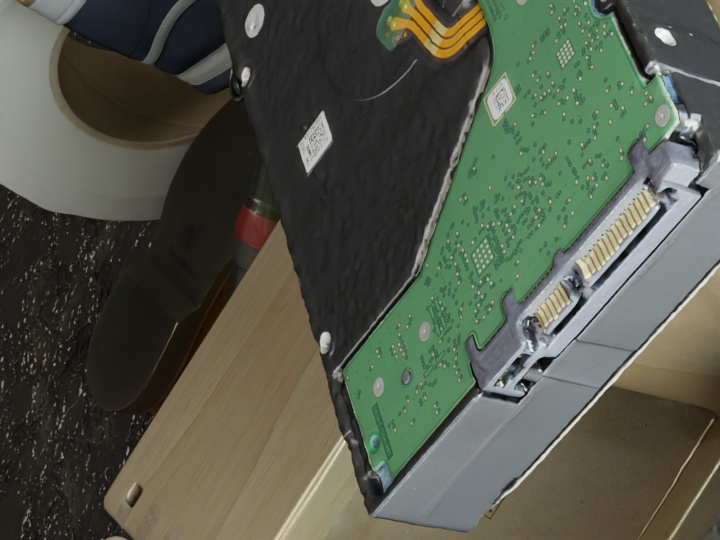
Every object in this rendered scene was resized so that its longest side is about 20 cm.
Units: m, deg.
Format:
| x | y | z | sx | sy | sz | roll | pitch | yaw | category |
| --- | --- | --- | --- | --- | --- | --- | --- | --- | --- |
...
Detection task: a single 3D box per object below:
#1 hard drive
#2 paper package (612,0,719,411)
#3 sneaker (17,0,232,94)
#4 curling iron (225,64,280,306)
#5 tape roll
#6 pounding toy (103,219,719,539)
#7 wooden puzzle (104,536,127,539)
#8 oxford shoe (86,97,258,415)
| x | y | z | sx | sy | sz | roll | pitch | yaw | category |
| --- | --- | --- | --- | --- | --- | --- | --- | --- | --- |
| 0.027 | -0.051 | 0.580 | 0.140 | 0.038 | 0.200 | -53 | 39 | 34 | hard drive |
| 0.127 | -0.053 | 0.646 | 0.103 | 0.200 | 0.191 | -48 | 43 | 35 | paper package |
| -0.039 | -0.160 | 0.868 | 0.200 | 0.108 | 0.070 | -51 | 21 | 20 | sneaker |
| -0.040 | -0.019 | 0.873 | 0.050 | 0.025 | 0.201 | -127 | 38 | -56 | curling iron |
| -0.093 | -0.116 | 0.994 | 0.203 | 0.202 | 0.071 | -52 | 40 | 31 | tape roll |
| 0.026 | 0.079 | 0.784 | 0.184 | 0.200 | 0.142 | -57 | 35 | 1 | pounding toy |
| -0.011 | 0.190 | 0.708 | 0.037 | 0.185 | 0.200 | -39 | 64 | -7 | wooden puzzle |
| -0.048 | -0.017 | 1.006 | 0.200 | 0.071 | 0.071 | -55 | 45 | 20 | oxford shoe |
